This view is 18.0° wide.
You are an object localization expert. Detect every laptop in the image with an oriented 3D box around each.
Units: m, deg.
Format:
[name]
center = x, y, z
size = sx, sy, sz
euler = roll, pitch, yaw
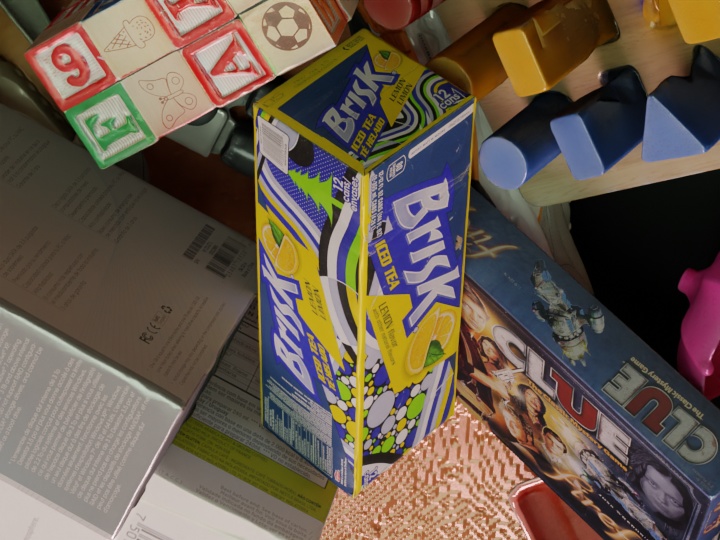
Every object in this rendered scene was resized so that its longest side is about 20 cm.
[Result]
[laptop]
center = 0.199, 0.006, 1.084
size = 0.200, 0.103, 0.177
euler = -5, 98, -17

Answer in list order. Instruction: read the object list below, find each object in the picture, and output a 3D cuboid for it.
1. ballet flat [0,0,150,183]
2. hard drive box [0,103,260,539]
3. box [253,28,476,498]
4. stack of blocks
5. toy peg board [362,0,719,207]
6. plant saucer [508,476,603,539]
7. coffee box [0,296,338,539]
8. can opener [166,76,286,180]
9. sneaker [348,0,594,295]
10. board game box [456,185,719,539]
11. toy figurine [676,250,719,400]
[ballet flat]
center = -0.173, -0.099, 1.049
size = 0.067, 0.064, 0.200
euler = -38, 92, 20
[hard drive box]
center = -0.154, 0.003, 0.962
size = 0.200, 0.156, 0.077
euler = 30, 116, 0
[box]
center = 0.000, 0.000, 0.967
size = 0.064, 0.070, 0.200
euler = 35, 144, 27
[stack of blocks]
center = -0.057, -0.127, 0.980
size = 0.115, 0.200, 0.059
euler = -27, 108, 19
[toy peg board]
center = 0.085, -0.115, 0.899
size = 0.200, 0.098, 0.199
euler = -12, 109, 45
[plant saucer]
center = 0.205, 0.153, 1.159
size = 0.200, 0.037, 0.200
euler = -21, 109, 15
[coffee box]
center = -0.131, 0.116, 1.100
size = 0.200, 0.198, 0.200
euler = 27, 116, -2
[can opener]
center = -0.046, -0.063, 1.086
size = 0.200, 0.066, 0.053
euler = 26, 114, -9
[sneaker]
center = 0.078, -0.063, 1.054
size = 0.092, 0.076, 0.200
euler = -31, 107, -17
[board game box]
center = 0.088, 0.050, 1.026
size = 0.200, 0.035, 0.136
euler = 43, 161, 20
[toy figurine]
center = 0.229, 0.037, 0.963
size = 0.184, 0.200, 0.150
euler = -6, 134, -4
